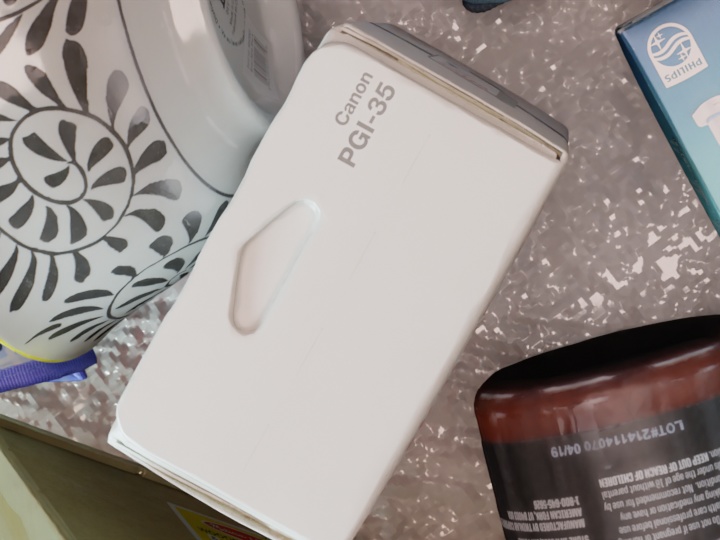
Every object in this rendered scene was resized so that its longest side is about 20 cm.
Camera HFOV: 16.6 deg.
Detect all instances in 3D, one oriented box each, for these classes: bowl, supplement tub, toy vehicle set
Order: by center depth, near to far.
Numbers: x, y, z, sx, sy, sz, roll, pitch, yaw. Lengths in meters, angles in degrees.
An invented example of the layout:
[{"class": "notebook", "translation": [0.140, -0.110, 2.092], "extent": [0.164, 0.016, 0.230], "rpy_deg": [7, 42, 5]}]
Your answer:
[{"class": "bowl", "translation": [-0.077, -0.077, 0.802], "extent": [0.094, 0.201, 0.201], "rpy_deg": [-12, 94, 20]}, {"class": "toy vehicle set", "translation": [-0.034, 0.109, 0.819], "extent": [0.200, 0.124, 0.027], "rpy_deg": [23, 98, -29]}, {"class": "supplement tub", "translation": [0.111, 0.122, 0.859], "extent": [0.107, 0.107, 0.200], "rpy_deg": [-14, 94, 6]}]

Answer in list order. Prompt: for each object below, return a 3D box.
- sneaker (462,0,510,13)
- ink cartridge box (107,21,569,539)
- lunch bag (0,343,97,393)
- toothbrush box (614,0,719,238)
[{"class": "sneaker", "translation": [0.034, -0.131, 0.836], "extent": [0.200, 0.079, 0.096], "rpy_deg": [3, 115, -12]}, {"class": "ink cartridge box", "translation": [0.000, 0.000, 0.810], "extent": [0.083, 0.200, 0.147], "rpy_deg": [29, 97, 1]}, {"class": "lunch bag", "translation": [-0.203, -0.019, 0.868], "extent": [0.200, 0.124, 0.170], "rpy_deg": [-16, 93, 14]}, {"class": "toothbrush box", "translation": [0.166, -0.012, 0.821], "extent": [0.085, 0.146, 0.200], "rpy_deg": [-27, 91, 7]}]
